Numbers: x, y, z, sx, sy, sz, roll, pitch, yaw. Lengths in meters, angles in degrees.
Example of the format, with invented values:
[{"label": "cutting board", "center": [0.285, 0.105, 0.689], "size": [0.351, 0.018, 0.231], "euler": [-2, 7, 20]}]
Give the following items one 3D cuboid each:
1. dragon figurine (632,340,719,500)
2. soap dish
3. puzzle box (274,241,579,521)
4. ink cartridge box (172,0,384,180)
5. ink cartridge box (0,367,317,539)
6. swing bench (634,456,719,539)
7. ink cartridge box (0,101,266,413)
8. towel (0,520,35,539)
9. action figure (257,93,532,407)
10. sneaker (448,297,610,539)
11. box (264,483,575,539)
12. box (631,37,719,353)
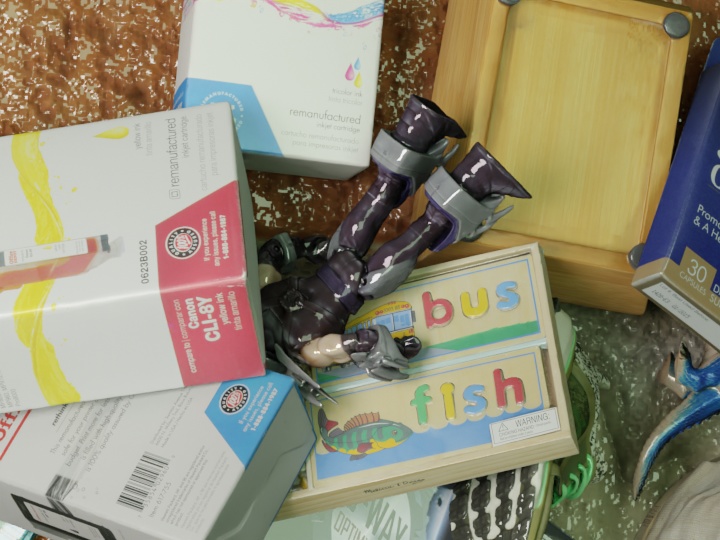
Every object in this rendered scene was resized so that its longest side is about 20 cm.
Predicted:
[{"label": "dragon figurine", "center": [0.242, 0.062, 1.279], "size": [0.099, 0.059, 0.200], "euler": [25, 67, 3]}, {"label": "soap dish", "center": [0.121, -0.084, 1.267], "size": [0.157, 0.081, 0.200], "euler": [11, 84, -10]}, {"label": "puzzle box", "center": [0.020, 0.064, 1.196], "size": [0.200, 0.025, 0.133], "euler": [-14, 57, 10]}, {"label": "ink cartridge box", "center": [-0.047, -0.162, 1.247], "size": [0.116, 0.067, 0.200], "euler": [6, 83, -11]}, {"label": "ink cartridge box", "center": [-0.141, 0.096, 1.166], "size": [0.200, 0.068, 0.116], "euler": [16, 59, 24]}, {"label": "swing bench", "center": [0.251, 0.216, 1.207], "size": [0.130, 0.199, 0.200], "euler": [-31, 91, -12]}, {"label": "ink cartridge box", "center": [-0.160, -0.005, 1.149], "size": [0.200, 0.084, 0.145], "euler": [-9, 47, 0]}, {"label": "towel", "center": [-0.288, 0.128, 1.197], "size": [0.200, 0.022, 0.147], "euler": [32, 79, -7]}, {"label": "action figure", "center": [0.000, 0.000, 1.186], "size": [0.200, 0.069, 0.130], "euler": [-47, 61, 5]}, {"label": "sneaker", "center": [0.116, 0.111, 1.226], "size": [0.089, 0.077, 0.200], "euler": [35, 48, -22]}, {"label": "box", "center": [0.020, 0.181, 1.243], "size": [0.200, 0.044, 0.160], "euler": [38, 80, -6]}, {"label": "box", "center": [0.241, -0.042, 1.253], "size": [0.121, 0.032, 0.200], "euler": [35, 56, -21]}]
